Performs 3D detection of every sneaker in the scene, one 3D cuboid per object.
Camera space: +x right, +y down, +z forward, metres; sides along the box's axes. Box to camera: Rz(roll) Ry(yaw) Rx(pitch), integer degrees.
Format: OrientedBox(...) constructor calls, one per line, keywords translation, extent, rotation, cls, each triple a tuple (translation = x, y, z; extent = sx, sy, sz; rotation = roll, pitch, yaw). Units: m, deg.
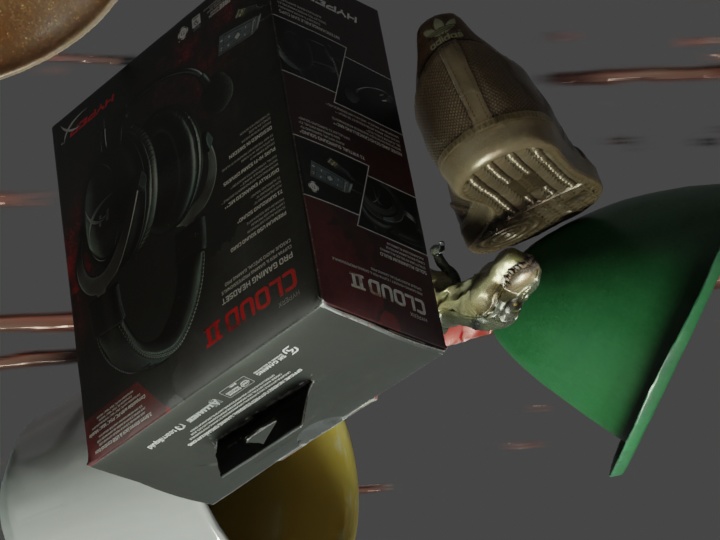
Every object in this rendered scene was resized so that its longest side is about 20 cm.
OrientedBox(translation=(0.065, -0.064, 1.131), extent=(0.070, 0.076, 0.200), rotation=(-22, 167, 2), cls="sneaker")

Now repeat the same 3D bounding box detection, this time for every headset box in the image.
OrientedBox(translation=(-0.051, -0.008, 1.055), extent=(0.077, 0.200, 0.149), rotation=(22, 136, -39), cls="headset box")

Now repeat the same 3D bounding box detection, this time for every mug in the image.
OrientedBox(translation=(-0.097, 0.130, 1.286), extent=(0.153, 0.187, 0.149), rotation=(-20, -174, 30), cls="mug")

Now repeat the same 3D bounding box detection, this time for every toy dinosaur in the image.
OrientedBox(translation=(0.000, 0.000, 1.173), extent=(0.088, 0.048, 0.200), rotation=(40, 160, -26), cls="toy dinosaur")

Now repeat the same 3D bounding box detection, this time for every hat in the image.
OrientedBox(translation=(0.079, -0.003, 1.206), extent=(0.176, 0.200, 0.166), rotation=(25, -171, 6), cls="hat")

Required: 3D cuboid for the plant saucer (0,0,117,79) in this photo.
OrientedBox(translation=(-0.185, -0.143, 0.968), extent=(0.200, 0.037, 0.201), rotation=(-6, 147, -4), cls="plant saucer")
